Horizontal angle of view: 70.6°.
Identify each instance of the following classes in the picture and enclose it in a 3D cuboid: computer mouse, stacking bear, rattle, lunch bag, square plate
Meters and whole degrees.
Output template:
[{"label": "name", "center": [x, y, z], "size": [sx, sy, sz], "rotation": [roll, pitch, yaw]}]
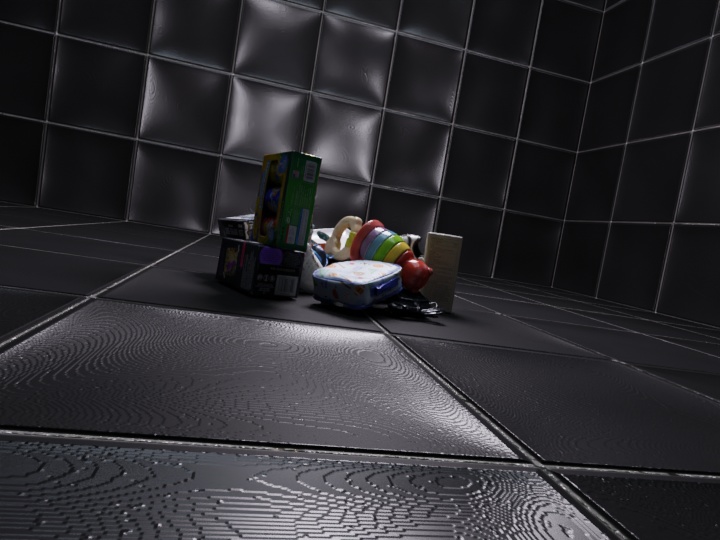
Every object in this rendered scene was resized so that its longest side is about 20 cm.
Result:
[{"label": "computer mouse", "center": [0.105, 0.078, 1.206], "size": [0.137, 0.053, 0.200], "rotation": [6, 15, -13]}, {"label": "stacking bear", "center": [0.082, -0.026, 1.240], "size": [0.200, 0.122, 0.114], "rotation": [38, -13, 22]}, {"label": "rattle", "center": [-0.032, -0.073, 1.452], "size": [0.142, 0.131, 0.200], "rotation": [2, -18, -37]}, {"label": "lunch bag", "center": [-0.003, 0.030, 1.127], "size": [0.159, 0.076, 0.200], "rotation": [11, 19, 33]}, {"label": "square plate", "center": [-0.061, -0.081, 1.615], "size": [0.199, 0.029, 0.198], "rotation": [-9, 34, -42]}]

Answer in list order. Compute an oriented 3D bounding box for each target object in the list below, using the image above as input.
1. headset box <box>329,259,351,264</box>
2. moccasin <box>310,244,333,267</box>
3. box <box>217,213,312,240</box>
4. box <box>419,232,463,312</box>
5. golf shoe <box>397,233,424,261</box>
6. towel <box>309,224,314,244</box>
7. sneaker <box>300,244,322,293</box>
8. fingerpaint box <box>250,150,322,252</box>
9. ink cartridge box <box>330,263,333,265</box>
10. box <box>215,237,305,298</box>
[{"label": "headset box", "center": [-0.020, 0.011, 1.590], "size": [0.148, 0.078, 0.200], "rotation": [11, 6, 19]}, {"label": "moccasin", "center": [-0.123, -0.031, 1.409], "size": [0.081, 0.068, 0.200], "rotation": [49, -21, 3]}, {"label": "box", "center": [-0.250, -0.123, 1.338], "size": [0.199, 0.050, 0.157], "rotation": [-14, 15, -36]}, {"label": "box", "center": [0.209, 0.003, 1.352], "size": [0.094, 0.202, 0.078], "rotation": [10, 4, 3]}, {"label": "golf shoe", "center": [0.145, -0.004, 1.420], "size": [0.091, 0.201, 0.073], "rotation": [-3, 26, 25]}, {"label": "towel", "center": [-0.222, -0.069, 1.555], "size": [0.048, 0.173, 0.199], "rotation": [8, 3, -43]}, {"label": "sneaker", "center": [-0.141, -0.020, 1.244], "size": [0.200, 0.075, 0.100], "rotation": [47, -26, -8]}, {"label": "fingerpaint box", "center": [-0.168, -0.151, 1.111], "size": [0.073, 0.202, 0.167], "rotation": [8, 4, -32]}, {"label": "ink cartridge box", "center": [0.000, 0.000, 1.349], "size": [0.159, 0.048, 0.200], "rotation": [12, 39, 42]}, {"label": "box", "center": [-0.233, -0.009, 1.167], "size": [0.122, 0.107, 0.199], "rotation": [9, 3, -38]}]
